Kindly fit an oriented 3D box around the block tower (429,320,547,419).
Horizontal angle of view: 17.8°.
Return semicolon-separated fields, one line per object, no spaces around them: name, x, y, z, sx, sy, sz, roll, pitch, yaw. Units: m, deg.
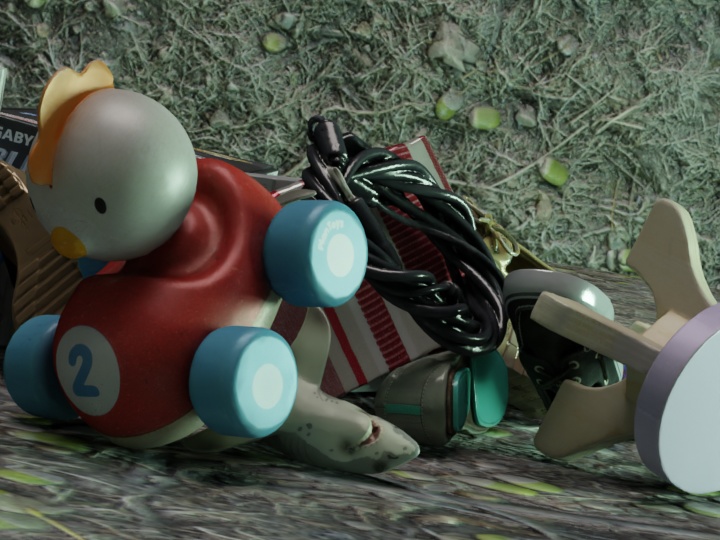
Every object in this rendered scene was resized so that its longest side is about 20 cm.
block tower;0.071;0.034;1.641;0.200;0.058;0.054;33;-28;-23

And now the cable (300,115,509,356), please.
cable;0.040;-0.015;1.504;0.200;0.051;0.163;39;19;-32

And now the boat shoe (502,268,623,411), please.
boat shoe;0.141;0.058;1.555;0.068;0.057;0.200;1;-23;19

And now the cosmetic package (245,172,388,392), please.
cosmetic package;-0.028;0.011;1.657;0.052;0.152;0.200;11;5;35

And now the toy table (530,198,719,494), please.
toy table;0.197;0.058;1.472;0.117;0.184;0.200;30;-4;33

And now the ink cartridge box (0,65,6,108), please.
ink cartridge box;-0.337;-0.052;1.509;0.146;0.201;0.146;7;5;-31

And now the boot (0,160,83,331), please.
boot;-0.185;0.027;1.547;0.200;0.072;0.166;59;0;30

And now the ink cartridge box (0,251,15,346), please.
ink cartridge box;-0.248;-0.008;1.684;0.068;0.116;0.200;11;5;21

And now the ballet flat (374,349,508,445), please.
ballet flat;0.052;0.079;1.534;0.063;0.068;0.200;-1;1;14

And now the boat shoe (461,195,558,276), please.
boat shoe;0.104;-0.007;1.711;0.200;0.063;0.073;40;26;-43

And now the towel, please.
towel;0.000;0.000;1.556;0.200;0.145;0.023;-24;-2;-39

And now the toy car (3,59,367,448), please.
toy car;-0.134;-0.022;1.279;0.184;0.177;0.200;2;-39;40

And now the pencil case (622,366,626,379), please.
pencil case;0.246;0.088;1.706;0.199;0.078;0.087;9;10;-8

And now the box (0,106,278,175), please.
box;-0.175;-0.077;1.707;0.199;0.050;0.198;15;5;7

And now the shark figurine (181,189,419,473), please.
shark figurine;-0.057;0.055;1.386;0.128;0.215;0.090;-19;-34;-6
